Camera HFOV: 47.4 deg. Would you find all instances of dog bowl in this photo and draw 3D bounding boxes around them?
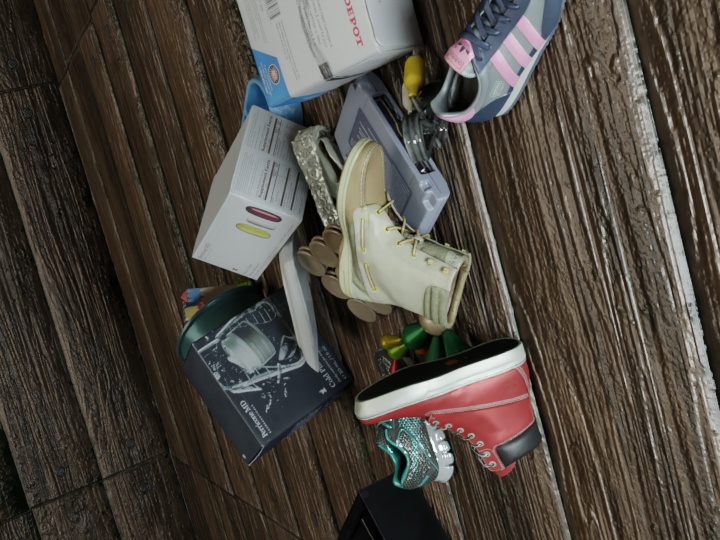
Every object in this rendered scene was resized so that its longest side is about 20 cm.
[{"bbox_3d":[-0.143,-0.223,1.280,0.112,0.049,0.201,58,152,25],"label":"dog bowl"}]

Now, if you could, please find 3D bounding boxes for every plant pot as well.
[{"bbox_3d":[-0.205,0.170,1.514,0.196,0.198,0.202,47,146,25],"label":"plant pot"}]

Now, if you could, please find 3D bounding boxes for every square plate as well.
[{"bbox_3d":[-0.097,0.020,1.256,0.201,0.028,0.201,-102,1,-59],"label":"square plate"}]

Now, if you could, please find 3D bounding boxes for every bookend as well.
[{"bbox_3d":[0.063,0.443,1.255,0.200,0.091,0.201,57,152,26],"label":"bookend"}]

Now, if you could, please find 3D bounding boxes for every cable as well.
[{"bbox_3d":[0.057,-0.147,0.836,0.201,0.049,0.098,-71,-27,-53],"label":"cable"}]

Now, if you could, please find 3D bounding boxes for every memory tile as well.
[{"bbox_3d":[0.000,0.000,1.092,0.153,0.017,0.199,42,152,-11],"label":"memory tile"}]

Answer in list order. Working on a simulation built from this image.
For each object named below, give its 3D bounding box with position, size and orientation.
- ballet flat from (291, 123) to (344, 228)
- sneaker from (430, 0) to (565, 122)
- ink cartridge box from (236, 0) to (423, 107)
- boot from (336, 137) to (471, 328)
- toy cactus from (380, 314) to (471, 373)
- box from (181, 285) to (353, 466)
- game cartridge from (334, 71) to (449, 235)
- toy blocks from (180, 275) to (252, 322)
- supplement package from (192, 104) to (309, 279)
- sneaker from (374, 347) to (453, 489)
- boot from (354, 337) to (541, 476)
[{"bbox_3d":[-0.031,-0.107,1.111,0.203,0.071,0.072,63,153,2],"label":"ballet flat"},{"bbox_3d":[0.121,-0.210,0.733,0.071,0.081,0.202,54,149,30],"label":"sneaker"},{"bbox_3d":[-0.039,-0.289,0.936,0.198,0.084,0.147,-12,97,46],"label":"ink cartridge box"},{"bbox_3d":[0.050,-0.040,0.922,0.153,0.072,0.203,19,124,27],"label":"boot"},{"bbox_3d":[0.085,0.093,1.006,0.200,0.100,0.168,-152,59,-66],"label":"toy cactus"},{"bbox_3d":[-0.154,0.170,1.346,0.201,0.195,0.124,52,149,10],"label":"box"},{"bbox_3d":[0.033,-0.127,1.012,0.202,0.040,0.134,61,149,22],"label":"game cartridge"},{"bbox_3d":[-0.296,0.068,1.641,0.200,0.134,0.102,147,116,-70],"label":"toy blocks"},{"bbox_3d":[-0.156,-0.109,1.209,0.200,0.109,0.158,134,150,-54],"label":"supplement package"},{"bbox_3d":[0.054,0.204,1.119,0.203,0.090,0.078,67,153,9],"label":"sneaker"},{"bbox_3d":[0.099,0.171,0.897,0.072,0.196,0.147,-129,25,-78],"label":"boot"}]
